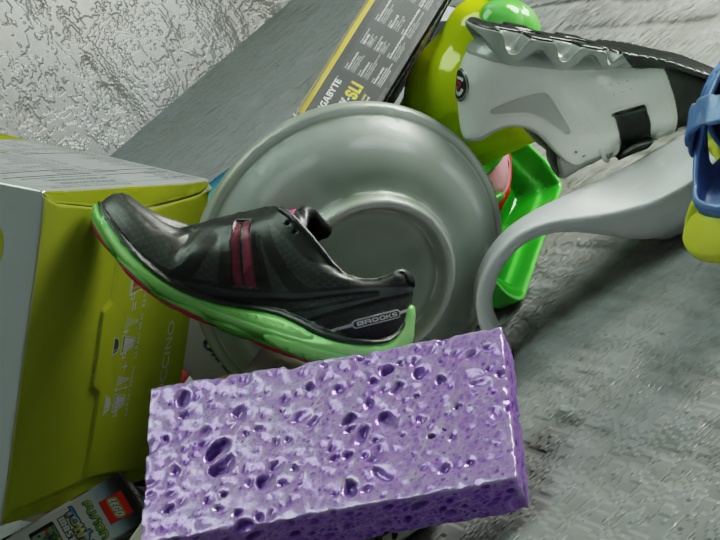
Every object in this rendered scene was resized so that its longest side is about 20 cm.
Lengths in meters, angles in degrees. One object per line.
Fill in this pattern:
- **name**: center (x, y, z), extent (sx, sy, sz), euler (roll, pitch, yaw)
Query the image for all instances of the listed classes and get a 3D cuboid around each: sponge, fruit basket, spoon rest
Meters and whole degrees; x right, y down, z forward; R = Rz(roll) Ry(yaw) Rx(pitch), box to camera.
- **sponge**: center (-0.014, 0.093, 1.168), extent (0.200, 0.030, 0.112), euler (-11, 42, 10)
- **fruit basket**: center (0.075, -0.079, 1.470), extent (0.216, 0.156, 0.216), euler (-45, 10, 10)
- **spoon rest**: center (0.145, -0.029, 1.329), extent (0.200, 0.061, 0.099), euler (-38, 13, 8)

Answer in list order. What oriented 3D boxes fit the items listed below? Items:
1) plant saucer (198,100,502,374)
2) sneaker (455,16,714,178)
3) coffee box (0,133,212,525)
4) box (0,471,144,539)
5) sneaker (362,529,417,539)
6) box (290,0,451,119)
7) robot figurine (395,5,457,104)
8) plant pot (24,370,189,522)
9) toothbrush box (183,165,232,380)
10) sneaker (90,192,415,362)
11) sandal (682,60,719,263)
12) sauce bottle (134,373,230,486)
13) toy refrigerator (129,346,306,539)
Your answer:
- **plant saucer**: center (0.000, 0.000, 1.337), extent (0.200, 0.200, 0.050), euler (-40, 29, -3)
- **sneaker**: center (0.153, -0.099, 1.388), extent (0.074, 0.200, 0.089), euler (-124, 43, -74)
- **coffee box**: center (-0.234, 0.026, 1.376), extent (0.198, 0.200, 0.200), euler (13, 9, 23)
- **box**: center (-0.180, 0.176, 1.398), extent (0.110, 0.035, 0.200), euler (-30, -9, -5)
- **sneaker**: center (-0.003, 0.125, 1.191), extent (0.088, 0.076, 0.200), euler (-15, 31, 43)
- **box**: center (0.001, -0.124, 1.483), extent (0.200, 0.049, 0.160), euler (-60, -2, -29)
- **robot figurine**: center (0.061, -0.137, 1.792), extent (0.125, 0.150, 0.200), euler (9, 29, 12)
- **plant pot**: center (-0.248, 0.088, 1.761), extent (0.200, 0.200, 0.177), euler (-27, 28, 43)
- **toothbrush box**: center (-0.068, 0.015, 1.573), extent (0.085, 0.146, 0.200), euler (-35, 13, 22)
- **sneaker**: center (-0.059, -0.003, 1.270), extent (0.077, 0.200, 0.084), euler (59, -127, -81)
- **sandal**: center (0.219, -0.086, 1.224), extent (0.079, 0.087, 0.200), euler (-3, 29, 14)
- **sauce bottle**: center (-0.109, 0.109, 1.480), extent (0.200, 0.066, 0.066), euler (-19, 20, 25)
- **toy refrigerator**: center (-0.063, 0.132, 1.258), extent (0.076, 0.070, 0.200), euler (96, -159, -45)
